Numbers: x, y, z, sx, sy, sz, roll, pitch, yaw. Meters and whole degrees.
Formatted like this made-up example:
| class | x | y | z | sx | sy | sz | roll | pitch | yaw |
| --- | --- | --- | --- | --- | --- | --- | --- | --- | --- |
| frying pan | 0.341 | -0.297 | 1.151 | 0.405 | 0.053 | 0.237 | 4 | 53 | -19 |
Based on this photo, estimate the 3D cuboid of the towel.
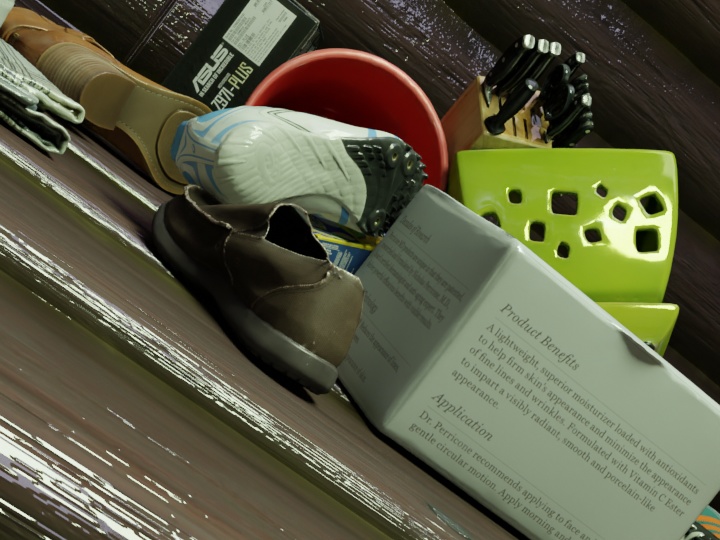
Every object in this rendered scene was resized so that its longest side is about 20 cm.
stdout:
| class | x | y | z | sx | sy | sz | roll | pitch | yaw |
| --- | --- | --- | --- | --- | --- | --- | --- | --- | --- |
| towel | -0.266 | -0.156 | 0.949 | 0.192 | 0.035 | 0.200 | 37 | 3 | -31 |

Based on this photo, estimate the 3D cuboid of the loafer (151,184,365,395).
| class | x | y | z | sx | sy | sz | roll | pitch | yaw |
| --- | --- | --- | --- | --- | --- | --- | --- | --- | --- |
| loafer | -0.049 | -0.003 | 0.838 | 0.073 | 0.071 | 0.200 | 36 | 3 | -38 |

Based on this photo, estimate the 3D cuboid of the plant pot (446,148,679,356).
| class | x | y | z | sx | sy | sz | roll | pitch | yaw |
| --- | --- | --- | --- | --- | --- | --- | --- | --- | --- |
| plant pot | 0.172 | 0.022 | 1.338 | 0.198 | 0.182 | 0.200 | 0 | -32 | -2 |

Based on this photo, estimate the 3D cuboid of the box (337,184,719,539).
| class | x | y | z | sx | sy | sz | roll | pitch | yaw |
| --- | --- | --- | --- | --- | --- | --- | --- | --- | --- |
| box | 0.098 | 0.069 | 0.944 | 0.199 | 0.131 | 0.200 | 38 | 3 | -18 |

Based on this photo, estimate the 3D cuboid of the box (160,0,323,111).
| class | x | y | z | sx | sy | sz | roll | pitch | yaw |
| --- | --- | --- | --- | --- | --- | --- | --- | --- | --- |
| box | -0.129 | -0.184 | 1.513 | 0.086 | 0.200 | 0.164 | 38 | 3 | -1 |

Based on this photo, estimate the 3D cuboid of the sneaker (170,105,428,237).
| class | x | y | z | sx | sy | sz | roll | pitch | yaw |
| --- | --- | --- | --- | --- | --- | --- | --- | --- | --- |
| sneaker | -0.033 | -0.067 | 0.977 | 0.199 | 0.072 | 0.072 | 9 | 16 | -46 |

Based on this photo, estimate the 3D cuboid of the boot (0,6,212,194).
| class | x | y | z | sx | sy | sz | roll | pitch | yaw |
| --- | --- | --- | --- | --- | --- | --- | --- | --- | --- |
| boot | -0.208 | -0.140 | 1.242 | 0.155 | 0.077 | 0.200 | 35 | 7 | 36 |

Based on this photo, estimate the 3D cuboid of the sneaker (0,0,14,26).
| class | x | y | z | sx | sy | sz | roll | pitch | yaw |
| --- | --- | --- | --- | --- | --- | --- | --- | --- | --- |
| sneaker | -0.319 | -0.255 | 1.086 | 0.200 | 0.116 | 0.074 | 34 | 6 | -36 |

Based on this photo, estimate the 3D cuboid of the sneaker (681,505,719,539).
| class | x | y | z | sx | sy | sz | roll | pitch | yaw |
| --- | --- | --- | --- | --- | --- | --- | --- | --- | --- |
| sneaker | 0.244 | 0.210 | 1.116 | 0.080 | 0.071 | 0.200 | 39 | 4 | -41 |

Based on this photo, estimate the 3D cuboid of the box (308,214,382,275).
| class | x | y | z | sx | sy | sz | roll | pitch | yaw |
| --- | --- | --- | --- | --- | --- | --- | --- | --- | --- |
| box | 0.000 | 0.000 | 1.073 | 0.070 | 0.065 | 0.199 | 40 | 17 | 36 |

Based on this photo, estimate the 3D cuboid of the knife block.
| class | x | y | z | sx | sy | sz | roll | pitch | yaw |
| --- | --- | --- | --- | --- | --- | --- | --- | --- | --- |
| knife block | 0.108 | -0.124 | 1.331 | 0.176 | 0.199 | 0.064 | 55 | 28 | -54 |

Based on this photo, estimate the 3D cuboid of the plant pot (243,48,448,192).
| class | x | y | z | sx | sy | sz | roll | pitch | yaw |
| --- | --- | --- | --- | --- | --- | --- | --- | --- | --- |
| plant pot | -0.039 | -0.087 | 1.382 | 0.200 | 0.201 | 0.177 | 37 | -9 | -12 |
